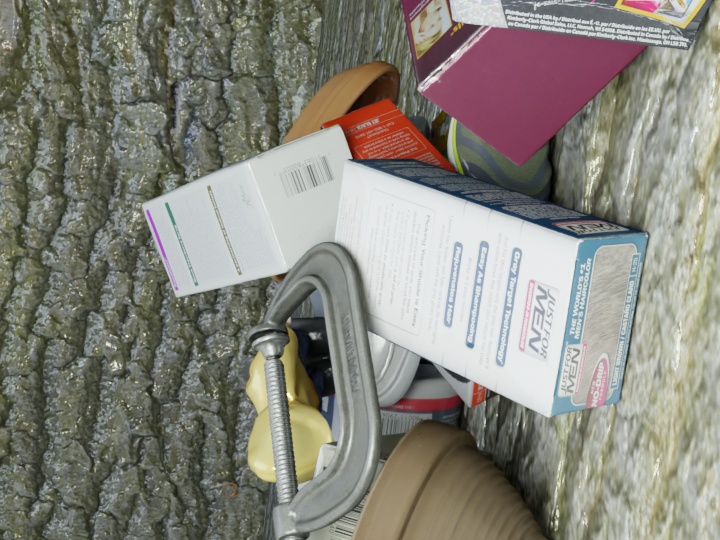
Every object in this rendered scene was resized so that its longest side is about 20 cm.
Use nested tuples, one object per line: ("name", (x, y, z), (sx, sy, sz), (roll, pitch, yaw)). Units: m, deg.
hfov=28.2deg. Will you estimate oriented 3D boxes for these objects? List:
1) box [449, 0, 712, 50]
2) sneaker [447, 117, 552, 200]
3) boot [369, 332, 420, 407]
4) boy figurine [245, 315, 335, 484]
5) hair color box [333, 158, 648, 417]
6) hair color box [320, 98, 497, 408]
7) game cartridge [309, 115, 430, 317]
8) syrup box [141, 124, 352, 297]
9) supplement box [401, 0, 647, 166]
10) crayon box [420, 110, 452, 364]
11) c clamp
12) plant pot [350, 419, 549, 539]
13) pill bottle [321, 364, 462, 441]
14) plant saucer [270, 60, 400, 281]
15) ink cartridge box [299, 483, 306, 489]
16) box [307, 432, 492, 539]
("box", (0.112, -0.229, 0.728), (0.115, 0.131, 0.201), (106, 167, -51))
("sneaker", (0.103, -0.129, 0.978), (0.081, 0.073, 0.201), (122, 150, -62))
("boot", (0.000, 0.000, 1.113), (0.073, 0.095, 0.201), (-8, 71, 36))
("boy figurine", (-0.046, 0.091, 1.031), (0.200, 0.064, 0.125), (-88, -12, -75))
("hair color box", (0.067, 0.003, 0.833), (0.200, 0.060, 0.101), (24, 112, 48))
("hair color box", (0.046, -0.015, 0.977), (0.200, 0.061, 0.102), (50, 153, 35))
("game cartridge", (0.019, -0.026, 1.229), (0.200, 0.041, 0.134), (-52, -47, -41))
("syrup box", (-0.078, -0.038, 1.023), (0.200, 0.078, 0.082), (-10, 102, 60))
("supplement box", (0.091, -0.173, 0.870), (0.110, 0.085, 0.200), (-43, 29, 25))
("crayon box", (0.084, -0.030, 1.116), (0.126, 0.051, 0.201), (136, 138, -79))
("c clamp", (-0.040, 0.090, 0.881), (0.171, 0.027, 0.201), (-39, 49, 51))
("plant pot", (0.057, 0.198, 0.861), (0.201, 0.092, 0.202), (14, -90, -69))
("pill bottle", (0.018, 0.175, 1.209), (0.120, 0.119, 0.201), (-122, 38, -78))
("plant saucer", (-0.032, -0.086, 1.174), (0.201, 0.037, 0.200), (-58, -10, -16))
("ink cartridge box", (-0.004, 0.174, 1.356), (0.148, 0.085, 0.201), (-32, -51, -71))
("box", (0.029, 0.161, 0.992), (0.200, 0.068, 0.083), (7, -84, -69))
